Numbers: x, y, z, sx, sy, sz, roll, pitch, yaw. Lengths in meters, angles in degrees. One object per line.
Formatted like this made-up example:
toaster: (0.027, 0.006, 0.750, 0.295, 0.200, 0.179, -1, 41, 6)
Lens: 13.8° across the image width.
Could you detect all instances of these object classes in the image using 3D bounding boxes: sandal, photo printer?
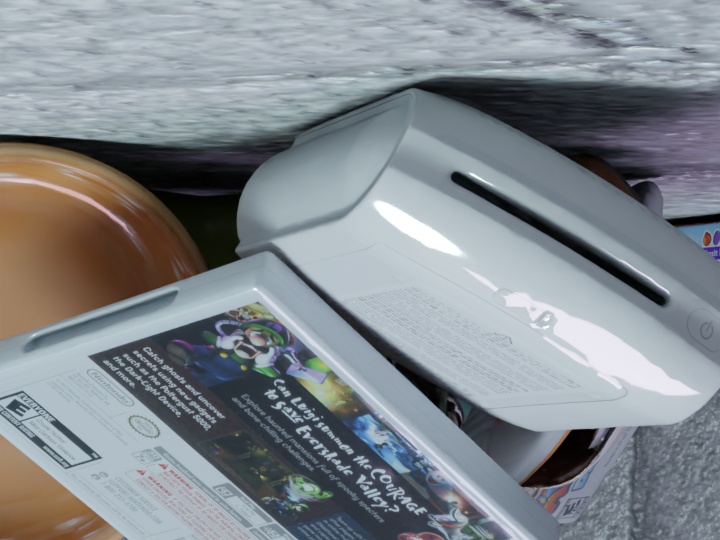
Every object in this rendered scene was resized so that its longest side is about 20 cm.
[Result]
sandal: (0.107, 0.040, 1.327, 0.059, 0.207, 0.079, 46, 136, -16)
photo printer: (0.050, -0.001, 1.140, 0.166, 0.070, 0.200, 31, 168, -12)

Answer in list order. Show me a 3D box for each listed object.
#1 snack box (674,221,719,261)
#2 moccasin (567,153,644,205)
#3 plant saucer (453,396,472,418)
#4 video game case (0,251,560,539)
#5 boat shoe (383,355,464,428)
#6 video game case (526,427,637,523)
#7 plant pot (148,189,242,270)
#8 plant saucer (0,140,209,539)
snack box: (0.250, 0.011, 1.623, 0.200, 0.068, 0.169, 6, 175, -32)
moccasin: (0.050, 0.001, 1.339, 0.078, 0.074, 0.201, -47, -158, -25)
plant saucer: (0.024, 0.097, 1.548, 0.200, 0.027, 0.200, -42, -177, 3)
video game case: (-0.045, 0.078, 1.249, 0.182, 0.023, 0.200, -17, 132, 37)
boat shoe: (0.011, 0.072, 1.380, 0.064, 0.071, 0.200, 33, -177, 2)
video game case: (0.120, 0.074, 1.761, 0.024, 0.200, 0.182, 44, -154, 30)
plant pot: (-0.134, 0.041, 1.418, 0.193, 0.201, 0.200, -8, 176, -2)
plant saucer: (-0.160, 0.037, 1.299, 0.200, 0.200, 0.037, 2, -163, -18)
